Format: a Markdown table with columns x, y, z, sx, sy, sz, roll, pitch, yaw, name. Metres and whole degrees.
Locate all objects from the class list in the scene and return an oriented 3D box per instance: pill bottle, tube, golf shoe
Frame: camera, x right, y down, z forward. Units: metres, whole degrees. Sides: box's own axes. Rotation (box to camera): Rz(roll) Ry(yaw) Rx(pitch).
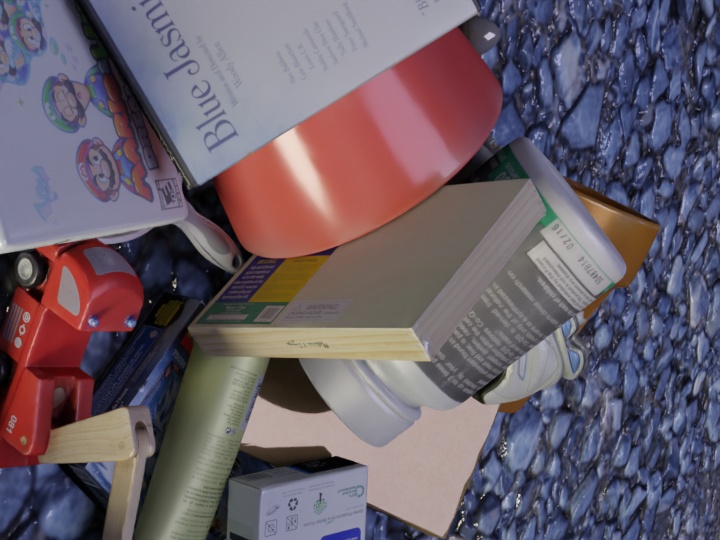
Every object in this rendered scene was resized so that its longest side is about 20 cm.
| x | y | z | sx | sy | sz | roll | pitch | yaw | name |
| --- | --- | --- | --- | --- | --- | --- | --- | --- | --- |
| 0.062 | 0.018 | 0.940 | 0.200 | 0.113 | 0.113 | -39 | 142 | 10 | pill bottle |
| -0.114 | 0.141 | 0.939 | 0.058 | 0.052 | 0.202 | 18 | 88 | -24 | tube |
| 0.088 | 0.001 | 1.016 | 0.097 | 0.078 | 0.201 | -27 | 104 | -20 | golf shoe |

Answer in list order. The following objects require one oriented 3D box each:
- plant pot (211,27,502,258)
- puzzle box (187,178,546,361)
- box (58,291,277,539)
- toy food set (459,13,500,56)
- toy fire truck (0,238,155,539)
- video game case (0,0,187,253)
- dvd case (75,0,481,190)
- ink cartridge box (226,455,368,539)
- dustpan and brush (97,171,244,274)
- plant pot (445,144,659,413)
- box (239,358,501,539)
| x | y | z | sx | sy | sz | roll | pitch | yaw | name |
| --- | --- | --- | --- | --- | --- | --- | --- | --- | --- |
| -0.035 | -0.138 | 0.922 | 0.201 | 0.199 | 0.178 | -50 | 120 | -34 | plant pot |
| 0.000 | 0.000 | 0.872 | 0.133 | 0.199 | 0.026 | -50 | 121 | -32 | puzzle box |
| -0.115 | 0.131 | 1.005 | 0.137 | 0.040 | 0.201 | -56 | 139 | -26 | box |
| 0.069 | -0.190 | 1.096 | 0.200 | 0.060 | 0.145 | -77 | 160 | -60 | toy food set |
| -0.162 | 0.092 | 0.836 | 0.049 | 0.141 | 0.201 | 3 | 114 | -55 | toy fire truck |
| -0.170 | -0.115 | 0.783 | 0.182 | 0.024 | 0.202 | -16 | 91 | -66 | video game case |
| -0.048 | -0.157 | 0.817 | 0.199 | 0.018 | 0.143 | -32 | 105 | -5 | dvd case |
| -0.044 | 0.231 | 0.976 | 0.099 | 0.039 | 0.202 | -4 | 99 | -45 | ink cartridge box |
| -0.139 | -0.058 | 0.902 | 0.200 | 0.057 | 0.140 | 51 | 59 | -47 | dustpan and brush |
| 0.110 | 0.005 | 1.168 | 0.200 | 0.199 | 0.185 | 13 | 104 | -54 | plant pot |
| 0.012 | 0.081 | 1.032 | 0.199 | 0.021 | 0.165 | 28 | 82 | -28 | box |
